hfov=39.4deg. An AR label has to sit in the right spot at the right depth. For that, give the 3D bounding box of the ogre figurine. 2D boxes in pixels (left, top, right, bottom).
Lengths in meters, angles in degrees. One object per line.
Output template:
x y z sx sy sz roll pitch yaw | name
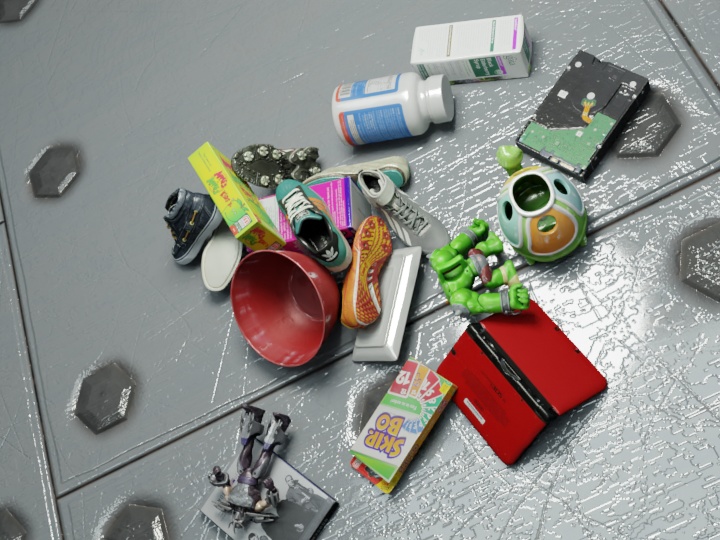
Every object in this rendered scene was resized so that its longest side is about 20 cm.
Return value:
0.181 0.002 1.607 0.120 0.098 0.200 -19 66 -3 | ogre figurine

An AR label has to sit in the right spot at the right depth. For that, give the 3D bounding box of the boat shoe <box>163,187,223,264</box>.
-0.320 -0.084 1.808 0.200 0.091 0.071 -44 35 47 | boat shoe

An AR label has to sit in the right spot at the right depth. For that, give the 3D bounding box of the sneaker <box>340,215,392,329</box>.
0.000 0.000 1.675 0.077 0.073 0.201 -21 49 53 | sneaker

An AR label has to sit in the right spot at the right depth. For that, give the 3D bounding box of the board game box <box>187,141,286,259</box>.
-0.210 -0.119 1.707 0.048 0.102 0.200 -39 59 7 | board game box

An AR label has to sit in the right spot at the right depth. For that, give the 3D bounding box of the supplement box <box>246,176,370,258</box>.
-0.091 -0.080 1.759 0.199 0.101 0.104 -11 65 19 | supplement box

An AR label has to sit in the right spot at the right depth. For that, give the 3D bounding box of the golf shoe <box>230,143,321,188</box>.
-0.162 -0.183 1.792 0.088 0.200 0.077 2 94 43 | golf shoe

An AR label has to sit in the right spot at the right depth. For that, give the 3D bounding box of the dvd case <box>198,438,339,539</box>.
-0.152 0.381 1.630 0.200 0.025 0.150 32 83 31 | dvd case

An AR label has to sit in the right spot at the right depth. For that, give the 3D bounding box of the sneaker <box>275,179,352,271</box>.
-0.086 -0.088 1.654 0.071 0.080 0.200 -40 60 3 | sneaker

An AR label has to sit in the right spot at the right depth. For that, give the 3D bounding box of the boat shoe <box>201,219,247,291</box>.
-0.243 -0.056 1.832 0.075 0.062 0.201 3 77 5 | boat shoe

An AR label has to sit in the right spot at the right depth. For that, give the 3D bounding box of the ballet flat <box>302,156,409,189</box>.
-0.006 -0.163 1.794 0.199 0.068 0.062 -6 38 16 | ballet flat

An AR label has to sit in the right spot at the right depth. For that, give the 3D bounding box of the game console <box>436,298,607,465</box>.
0.245 0.170 1.561 0.200 0.119 0.173 51 123 31 | game console

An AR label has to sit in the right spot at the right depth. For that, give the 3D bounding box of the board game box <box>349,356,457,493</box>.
0.062 0.243 1.586 0.095 0.030 0.200 31 89 39 | board game box

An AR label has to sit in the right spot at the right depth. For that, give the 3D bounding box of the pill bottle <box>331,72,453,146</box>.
0.059 -0.288 1.782 0.199 0.112 0.113 -6 66 20 | pill bottle

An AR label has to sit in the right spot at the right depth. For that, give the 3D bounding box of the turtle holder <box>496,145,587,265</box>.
0.285 -0.113 1.600 0.141 0.132 0.186 -2 68 22 | turtle holder

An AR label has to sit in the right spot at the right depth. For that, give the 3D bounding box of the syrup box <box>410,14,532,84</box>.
0.198 -0.388 1.785 0.199 0.079 0.082 0 68 22 | syrup box

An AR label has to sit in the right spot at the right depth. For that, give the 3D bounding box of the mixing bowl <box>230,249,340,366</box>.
-0.107 0.049 1.683 0.200 0.108 0.201 14 114 33 | mixing bowl

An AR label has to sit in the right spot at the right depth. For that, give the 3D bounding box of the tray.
0.038 0.053 1.672 0.107 0.022 0.201 -7 63 47 | tray

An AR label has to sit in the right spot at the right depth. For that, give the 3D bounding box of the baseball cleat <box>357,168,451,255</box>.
0.066 -0.096 1.683 0.200 0.106 0.070 40 92 19 | baseball cleat

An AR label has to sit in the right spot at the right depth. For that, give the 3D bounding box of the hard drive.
0.371 -0.259 1.683 0.140 0.038 0.200 32 82 30 | hard drive

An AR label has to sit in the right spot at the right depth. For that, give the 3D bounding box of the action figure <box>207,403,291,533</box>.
-0.178 0.321 1.614 0.130 0.069 0.201 10 76 16 | action figure
